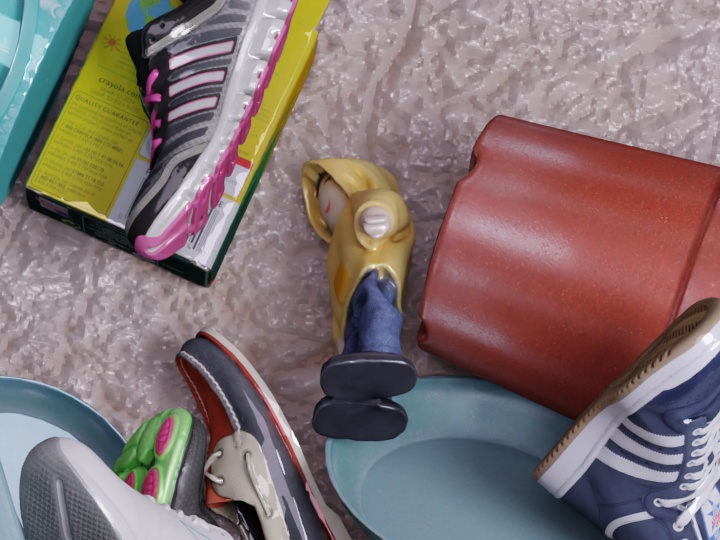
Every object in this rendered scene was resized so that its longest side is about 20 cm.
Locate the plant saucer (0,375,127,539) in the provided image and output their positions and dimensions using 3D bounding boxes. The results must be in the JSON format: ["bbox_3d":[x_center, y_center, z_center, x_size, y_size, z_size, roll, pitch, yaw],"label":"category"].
[{"bbox_3d":[-0.218,0.163,1.648,0.198,0.027,0.202,1,75,-3],"label":"plant saucer"}]

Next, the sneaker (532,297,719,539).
[{"bbox_3d":[0.179,0.096,1.505,0.108,0.200,0.070,43,55,3],"label":"sneaker"}]

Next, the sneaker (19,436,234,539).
[{"bbox_3d":[-0.114,0.161,1.525,0.201,0.070,0.080,55,44,-23],"label":"sneaker"}]

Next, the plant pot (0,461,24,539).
[{"bbox_3d":[-0.285,0.134,1.545,0.195,0.196,0.201,-13,69,-7],"label":"plant pot"}]

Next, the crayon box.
[{"bbox_3d":[-0.108,-0.106,1.714,0.126,0.051,0.201,24,76,3],"label":"crayon box"}]

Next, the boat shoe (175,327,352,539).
[{"bbox_3d":[-0.061,0.130,1.645,0.062,0.071,0.201,-28,84,-14],"label":"boat shoe"}]

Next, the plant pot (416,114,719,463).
[{"bbox_3d":[0.146,0.008,1.636,0.194,0.201,0.202,19,74,11],"label":"plant pot"}]

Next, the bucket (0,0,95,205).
[{"bbox_3d":[-0.244,-0.137,1.642,0.134,0.207,0.208,24,75,-2],"label":"bucket"}]

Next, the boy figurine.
[{"bbox_3d":[0.000,0.000,1.650,0.064,0.125,0.201,2,48,-8],"label":"boy figurine"}]

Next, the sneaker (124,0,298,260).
[{"bbox_3d":[-0.107,-0.102,1.650,0.087,0.074,0.201,22,70,2],"label":"sneaker"}]

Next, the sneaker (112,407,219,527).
[{"bbox_3d":[-0.101,0.177,1.610,0.083,0.077,0.202,-6,99,-31],"label":"sneaker"}]

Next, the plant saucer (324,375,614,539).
[{"bbox_3d":[0.074,0.133,1.622,0.198,0.036,0.200,8,31,-5],"label":"plant saucer"}]
